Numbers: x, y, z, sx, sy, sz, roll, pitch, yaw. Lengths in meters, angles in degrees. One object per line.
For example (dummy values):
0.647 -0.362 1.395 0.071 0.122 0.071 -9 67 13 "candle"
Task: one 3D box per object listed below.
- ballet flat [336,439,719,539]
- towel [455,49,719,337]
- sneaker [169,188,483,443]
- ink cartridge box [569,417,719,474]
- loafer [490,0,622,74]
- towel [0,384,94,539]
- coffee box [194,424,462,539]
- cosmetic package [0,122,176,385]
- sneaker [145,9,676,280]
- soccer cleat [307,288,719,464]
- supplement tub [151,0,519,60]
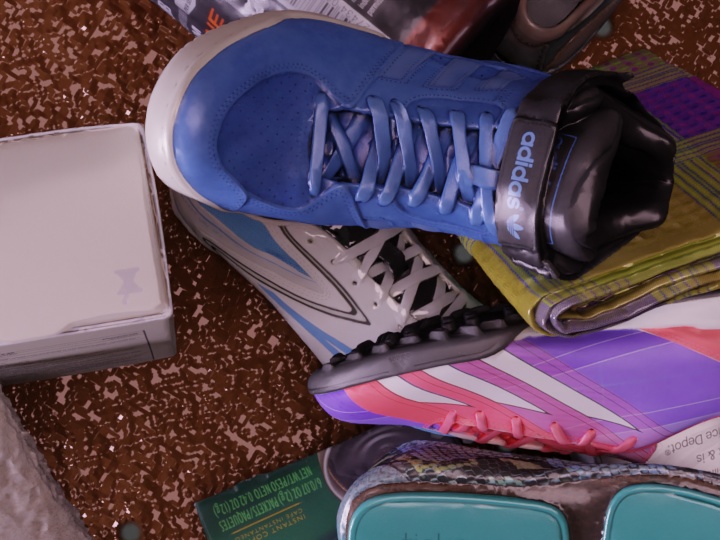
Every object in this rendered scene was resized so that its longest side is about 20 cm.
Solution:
0.091 0.101 0.718 0.199 0.074 0.075 10 86 3 "ballet flat"
0.103 -0.036 0.747 0.143 0.200 0.023 -20 118 -9 "towel"
0.000 0.000 0.773 0.200 0.073 0.072 39 59 3 "sneaker"
0.163 0.059 0.796 0.145 0.084 0.201 -18 89 -5 "ink cartridge box"
0.126 -0.172 0.814 0.072 0.063 0.200 35 84 -4 "loafer"
-0.167 0.137 0.729 0.132 0.035 0.200 -27 128 -7 "towel"
0.022 0.160 0.742 0.123 0.044 0.200 -21 54 -8 "coffee box"
-0.126 0.001 0.704 0.105 0.200 0.071 -9 84 -8 "cosmetic package"
0.030 -0.044 0.638 0.199 0.111 0.077 4 101 -42 "sneaker"
0.080 0.048 0.720 0.199 0.068 0.074 -9 95 1 "soccer cleat"
-0.037 -0.140 0.765 0.200 0.107 0.107 40 83 8 "supplement tub"
